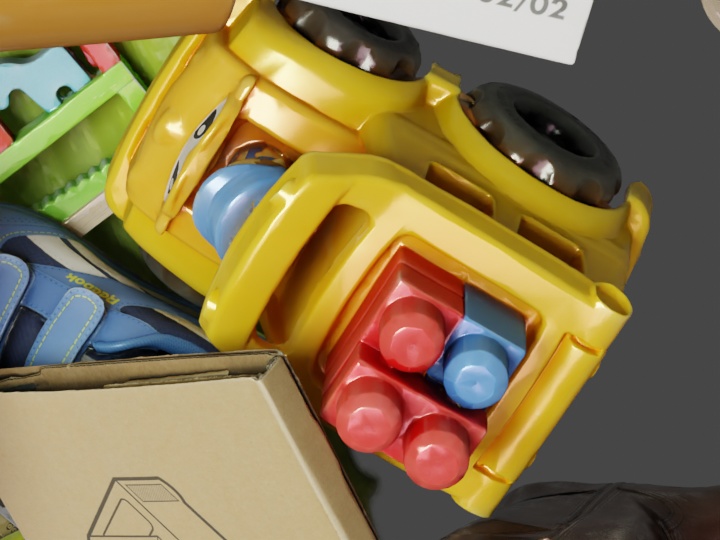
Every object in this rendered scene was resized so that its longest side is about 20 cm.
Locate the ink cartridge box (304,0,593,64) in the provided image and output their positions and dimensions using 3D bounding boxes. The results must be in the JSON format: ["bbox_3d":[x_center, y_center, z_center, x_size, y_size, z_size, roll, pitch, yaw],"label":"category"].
[{"bbox_3d":[0.025,-0.134,0.919,0.115,0.200,0.068,13,118,-5],"label":"ink cartridge box"}]

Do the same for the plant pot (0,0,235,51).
[{"bbox_3d":[-0.129,-0.154,0.917,0.183,0.200,0.200,6,118,-11],"label":"plant pot"}]

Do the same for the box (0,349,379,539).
[{"bbox_3d":[-0.051,0.118,0.992,0.163,0.021,0.200,-6,121,40],"label":"box"}]

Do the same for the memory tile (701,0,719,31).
[{"bbox_3d":[0.179,-0.170,0.985,0.153,0.017,0.200,22,117,-1],"label":"memory tile"}]

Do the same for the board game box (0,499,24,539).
[{"bbox_3d":[-0.090,0.145,1.115,0.200,0.032,0.120,29,97,26],"label":"board game box"}]

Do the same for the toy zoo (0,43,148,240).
[{"bbox_3d":[-0.177,-0.087,1.062,0.131,0.020,0.200,-37,106,2],"label":"toy zoo"}]

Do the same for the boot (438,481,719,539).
[{"bbox_3d":[0.124,0.114,1.028,0.186,0.200,0.064,-1,88,11],"label":"boot"}]

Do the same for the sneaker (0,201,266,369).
[{"bbox_3d":[-0.115,0.029,1.043,0.200,0.082,0.074,20,104,-1],"label":"sneaker"}]

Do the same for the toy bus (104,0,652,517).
[{"bbox_3d":[0.000,0.000,0.994,0.200,0.192,0.136,31,112,-7],"label":"toy bus"}]
